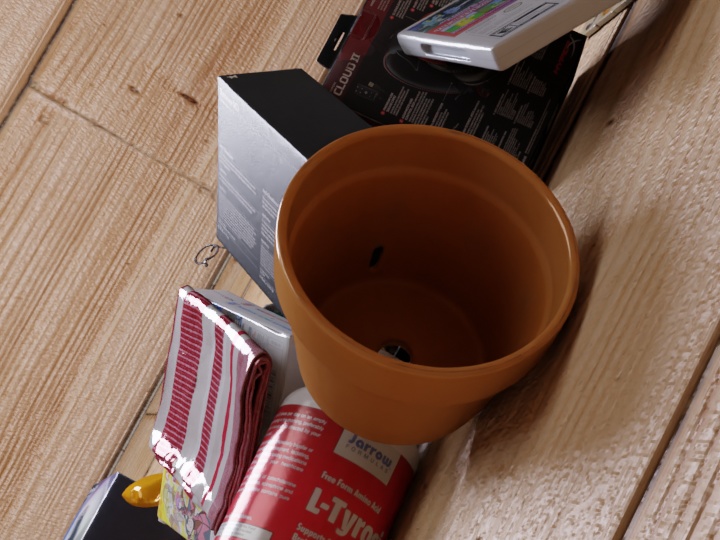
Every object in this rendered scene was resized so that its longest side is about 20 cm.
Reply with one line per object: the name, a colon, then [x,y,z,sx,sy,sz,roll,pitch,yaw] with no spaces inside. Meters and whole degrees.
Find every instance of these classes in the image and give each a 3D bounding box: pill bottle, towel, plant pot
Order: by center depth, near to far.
plant pot: [0.035,0.023,1.154,0.141,0.198,0.201,104,-173,-53]
pill bottle: [-0.026,0.157,1.241,0.201,0.112,0.112,-64,10,-21]
towel: [-0.121,0.104,1.338,0.200,0.023,0.146,-147,66,-63]

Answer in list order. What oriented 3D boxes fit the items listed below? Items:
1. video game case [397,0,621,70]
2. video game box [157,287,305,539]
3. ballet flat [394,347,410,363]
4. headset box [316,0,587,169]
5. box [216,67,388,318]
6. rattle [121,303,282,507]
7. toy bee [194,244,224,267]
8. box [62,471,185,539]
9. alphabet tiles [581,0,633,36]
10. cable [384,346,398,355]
video game case: [0.145,-0.212,1.309,0.199,0.023,0.182,-31,20,-13]
video game box: [-0.096,0.131,1.377,0.182,0.046,0.202,20,104,55]
ballet flat: [0.023,0.083,1.356,0.201,0.057,0.066,-55,6,-11]
headset box: [0.064,-0.155,1.407,0.075,0.198,0.150,97,-162,-68]
box: [-0.043,-0.055,1.312,0.200,0.078,0.142,-134,39,-55]
rattle: [-0.135,0.116,1.509,0.130,0.142,0.201,-51,-34,-44]
toy bee: [-0.108,-0.025,2.336,0.199,0.109,0.131,-9,38,46]
box: [-0.309,0.364,2.098,0.200,0.123,0.200,-62,10,-19]
alphabet tiles: [0.248,-0.295,1.478,0.201,0.006,0.166,-64,10,-18]
cable: [0.031,0.020,1.537,0.097,0.050,0.201,-53,13,27]
